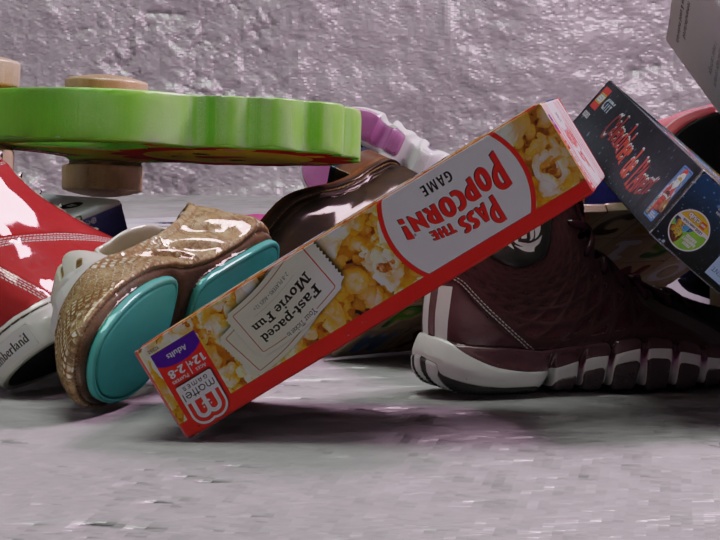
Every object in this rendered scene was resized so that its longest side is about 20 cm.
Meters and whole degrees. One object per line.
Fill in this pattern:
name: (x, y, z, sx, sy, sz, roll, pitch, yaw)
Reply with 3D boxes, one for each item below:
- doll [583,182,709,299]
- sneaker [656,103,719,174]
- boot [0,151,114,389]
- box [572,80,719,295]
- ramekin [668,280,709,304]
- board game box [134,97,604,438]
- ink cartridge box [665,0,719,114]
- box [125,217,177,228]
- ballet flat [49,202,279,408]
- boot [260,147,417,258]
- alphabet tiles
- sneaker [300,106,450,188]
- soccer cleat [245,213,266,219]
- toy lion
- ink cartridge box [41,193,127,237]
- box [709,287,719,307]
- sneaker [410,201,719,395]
doll: (0.210, -0.004, 1.550, 0.199, 0.049, 0.137, 19, -33, 16)
sneaker: (0.234, -0.071, 1.423, 0.199, 0.074, 0.087, -3, 13, -16)
boot: (-0.158, -0.023, 1.375, 0.072, 0.145, 0.200, -39, -12, 21)
box: (0.173, -0.014, 1.268, 0.136, 0.038, 0.200, 39, 8, -14)
ramekin: (0.155, -0.024, 1.784, 0.200, 0.098, 0.200, 0, 3, 0)
board game box: (0.009, -0.005, 1.191, 0.200, 0.046, 0.151, -31, 0, 9)
ink cartridge box: (0.263, -0.091, 1.317, 0.146, 0.200, 0.083, -28, -26, -12)
box: (-0.162, 0.001, 1.671, 0.199, 0.060, 0.116, -3, 5, -38)
ballet flat: (-0.107, 0.013, 1.282, 0.065, 0.071, 0.200, 22, 19, 17)
boot: (0.000, 0.000, 1.482, 0.097, 0.075, 0.200, 22, 38, 19)
alphabet tiles: (0.105, 0.003, 1.464, 0.199, 0.008, 0.167, -3, -25, -39)
sneaker: (0.059, -0.028, 1.671, 0.200, 0.081, 0.088, 30, -10, 13)
soccer cleat: (-0.106, 0.013, 1.539, 0.199, 0.070, 0.086, -6, 13, -6)
toy lion: (-0.103, -0.076, 1.449, 0.191, 0.069, 0.200, 1, -1, 29)
ink cartridge box: (-0.258, 0.003, 1.456, 0.199, 0.041, 0.199, 2, 20, 41)
box: (0.287, 0.012, 1.402, 0.199, 0.078, 0.095, 2, 5, 24)
sneaker: (0.120, -0.002, 1.328, 0.199, 0.116, 0.076, -2, 5, -27)
